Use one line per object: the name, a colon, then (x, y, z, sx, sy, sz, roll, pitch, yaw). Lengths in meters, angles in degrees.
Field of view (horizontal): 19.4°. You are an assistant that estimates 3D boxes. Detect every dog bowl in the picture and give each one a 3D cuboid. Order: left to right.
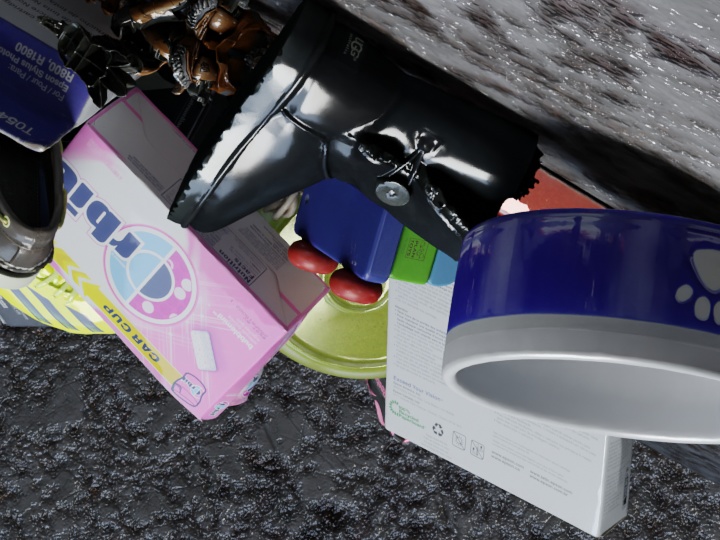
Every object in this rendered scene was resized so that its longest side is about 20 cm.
dog bowl: (0.145, 0.033, 1.128, 0.198, 0.080, 0.200, 8, 166, 2)

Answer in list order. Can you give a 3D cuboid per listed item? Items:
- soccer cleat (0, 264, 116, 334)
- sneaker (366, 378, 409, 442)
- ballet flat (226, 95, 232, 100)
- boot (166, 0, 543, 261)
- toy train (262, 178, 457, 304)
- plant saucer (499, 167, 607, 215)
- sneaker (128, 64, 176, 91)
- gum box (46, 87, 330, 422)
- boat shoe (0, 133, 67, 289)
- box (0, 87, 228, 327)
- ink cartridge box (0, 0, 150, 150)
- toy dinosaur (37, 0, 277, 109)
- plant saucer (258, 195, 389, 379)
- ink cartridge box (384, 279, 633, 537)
soccer cleat: (-0.234, -0.012, 1.450, 0.199, 0.065, 0.084, 25, 165, -2)
sneaker: (0.030, 0.091, 1.716, 0.078, 0.097, 0.200, 1, 179, -2)
ballet flat: (-0.045, -0.086, 1.643, 0.199, 0.069, 0.068, 31, 178, -28)
boot: (-0.005, -0.050, 1.209, 0.167, 0.077, 0.200, 32, 138, -10)
toy train: (0.013, -0.034, 1.368, 0.115, 0.085, 0.200, 12, -170, -27)
plant saucer: (0.073, -0.057, 1.364, 0.199, 0.037, 0.200, 30, 177, -9)
sneaker: (-0.211, -0.178, 1.652, 0.111, 0.074, 0.200, 27, 176, 40)
gum box: (-0.124, -0.007, 1.402, 0.200, 0.113, 0.066, 46, -141, 0)
boat shoe: (-0.225, -0.088, 1.352, 0.071, 0.203, 0.061, 7, 145, -33)
box: (-0.188, -0.047, 1.579, 0.198, 0.149, 0.107, -1, 138, 35)
ink cartridge box: (-0.236, -0.170, 1.342, 0.198, 0.041, 0.200, 29, -150, 4)
toy dinosaur: (-0.124, -0.148, 1.284, 0.198, 0.103, 0.135, 5, -176, 23)
plant saucer: (0.000, 0.000, 1.514, 0.199, 0.201, 0.031, 30, -153, -14)
ink cartridge box: (0.101, 0.057, 1.438, 0.199, 0.040, 0.202, 25, 130, 34)
